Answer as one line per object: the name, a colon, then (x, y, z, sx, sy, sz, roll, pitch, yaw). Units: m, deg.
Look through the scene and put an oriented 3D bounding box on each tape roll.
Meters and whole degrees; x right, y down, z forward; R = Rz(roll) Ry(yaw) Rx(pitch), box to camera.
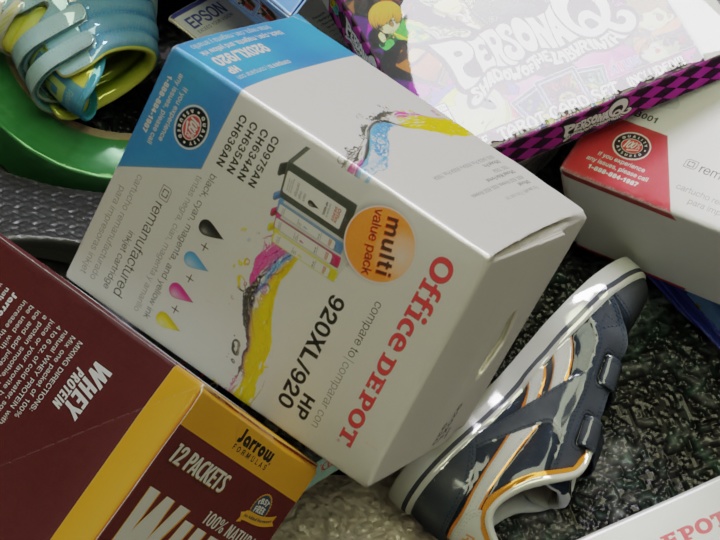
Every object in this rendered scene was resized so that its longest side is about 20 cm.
tape roll: (-0.143, -0.133, 1.476, 0.200, 0.048, 0.201, 4, 64, -8)

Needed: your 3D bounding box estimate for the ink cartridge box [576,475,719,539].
ink cartridge box: (0.178, 0.234, 1.341, 0.145, 0.084, 0.200, -21, 70, -19)

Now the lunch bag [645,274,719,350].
lunch bag: (0.257, -0.021, 1.484, 0.150, 0.094, 0.200, -38, 67, -21)

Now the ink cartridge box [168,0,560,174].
ink cartridge box: (0.004, -0.102, 1.445, 0.200, 0.043, 0.196, 38, 34, 10)

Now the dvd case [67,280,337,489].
dvd case: (-0.092, 0.058, 1.359, 0.146, 0.022, 0.200, -28, 52, -30)

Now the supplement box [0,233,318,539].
supplement box: (-0.171, 0.110, 1.237, 0.200, 0.133, 0.198, 33, 85, 32)

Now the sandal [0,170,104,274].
sandal: (-0.190, -0.017, 1.402, 0.200, 0.048, 0.075, 10, 34, -1)

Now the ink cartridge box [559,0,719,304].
ink cartridge box: (0.230, -0.086, 1.439, 0.144, 0.084, 0.200, 23, 64, 26)

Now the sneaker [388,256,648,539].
sneaker: (0.110, 0.084, 1.405, 0.079, 0.078, 0.200, 41, 75, 15)

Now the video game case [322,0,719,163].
video game case: (0.091, -0.154, 1.409, 0.199, 0.036, 0.182, -22, 64, -14)

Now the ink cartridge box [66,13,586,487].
ink cartridge box: (-0.016, -0.013, 1.280, 0.200, 0.148, 0.145, 34, 23, 15)

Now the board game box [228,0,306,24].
board game box: (-0.080, -0.249, 1.377, 0.200, 0.037, 0.151, 39, 64, -5)

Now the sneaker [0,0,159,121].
sneaker: (-0.206, -0.145, 1.400, 0.199, 0.080, 0.131, -4, 65, -11)

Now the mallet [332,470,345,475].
mallet: (-0.027, 0.028, 1.431, 0.066, 0.041, 0.201, -4, 61, -11)
